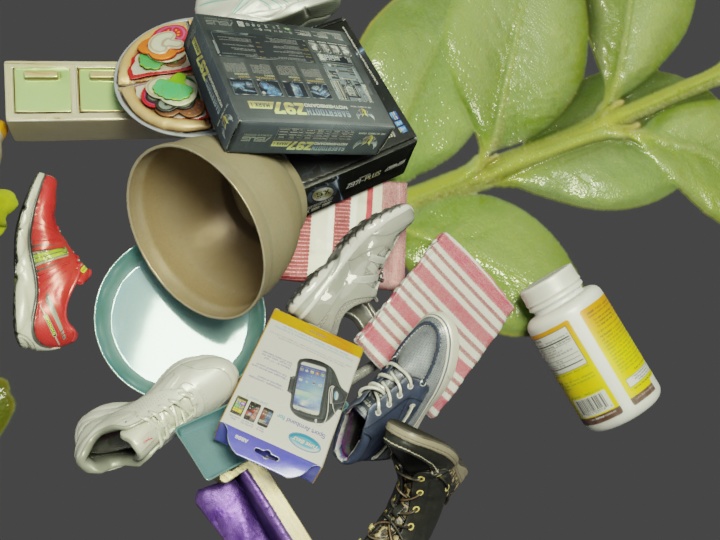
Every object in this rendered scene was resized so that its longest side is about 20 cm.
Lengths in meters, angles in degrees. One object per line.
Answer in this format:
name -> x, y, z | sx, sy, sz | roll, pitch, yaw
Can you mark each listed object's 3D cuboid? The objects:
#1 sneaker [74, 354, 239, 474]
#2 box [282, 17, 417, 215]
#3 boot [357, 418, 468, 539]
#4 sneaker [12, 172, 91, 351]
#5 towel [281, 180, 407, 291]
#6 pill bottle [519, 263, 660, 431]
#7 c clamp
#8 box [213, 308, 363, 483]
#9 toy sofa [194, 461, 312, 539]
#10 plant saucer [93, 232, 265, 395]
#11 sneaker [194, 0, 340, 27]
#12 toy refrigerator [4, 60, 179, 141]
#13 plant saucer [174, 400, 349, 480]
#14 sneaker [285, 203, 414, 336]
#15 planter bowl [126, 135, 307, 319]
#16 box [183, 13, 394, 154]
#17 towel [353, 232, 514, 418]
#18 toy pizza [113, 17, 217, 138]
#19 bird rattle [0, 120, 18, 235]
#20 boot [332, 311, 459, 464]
sneaker -> -0.218, 0.166, 0.877 | 0.199, 0.099, 0.078 | -31, 107, -3
box -> -0.050, -0.194, 1.017 | 0.163, 0.086, 0.201 | -24, 74, -18
boot -> 0.050, 0.260, 0.914 | 0.073, 0.200, 0.151 | 23, 75, 28
sneaker -> -0.352, -0.010, 0.927 | 0.084, 0.077, 0.203 | 2, 83, -26
towel -> -0.037, -0.053, 1.039 | 0.198, 0.023, 0.146 | 6, 78, -12
pill bottle -> 0.289, 0.096, 1.043 | 0.109, 0.109, 0.201 | -29, 86, -19
c clamp -> -0.025, 0.116, 0.998 | 0.198, 0.027, 0.172 | -24, 85, -19
box -> -0.078, 0.142, 0.899 | 0.118, 0.042, 0.201 | 25, 44, -2
toy sofa -> -0.097, 0.303, 0.906 | 0.097, 0.083, 0.201 | -32, 87, -20
plant saucer -> -0.213, 0.056, 0.963 | 0.198, 0.027, 0.203 | 4, 76, -15
sneaker -> -0.121, -0.350, 1.061 | 0.198, 0.070, 0.081 | -18, 79, -17
toy refrigerator -> -0.317, -0.205, 0.974 | 0.198, 0.070, 0.077 | -3, 78, -15
plant saucer -> -0.106, 0.168, 0.901 | 0.199, 0.019, 0.070 | -20, 59, -40
sneaker -> 0.000, 0.000, 0.998 | 0.200, 0.075, 0.082 | -46, 101, -6
planter bowl -> -0.144, -0.064, 0.911 | 0.201, 0.200, 0.135 | 51, 43, 1
box -> -0.078, -0.202, 0.894 | 0.198, 0.051, 0.159 | -6, 57, -35
towel -> 0.097, 0.067, 1.030 | 0.146, 0.030, 0.200 | 45, 68, -12
toy pizza -> -0.187, -0.235, 0.941 | 0.198, 0.032, 0.202 | 2, 56, -2
bird rattle -> -0.486, -0.118, 0.916 | 0.198, 0.113, 0.165 | 11, 62, 1
boot -> 0.040, 0.139, 0.929 | 0.090, 0.073, 0.202 | 2, 116, -48
